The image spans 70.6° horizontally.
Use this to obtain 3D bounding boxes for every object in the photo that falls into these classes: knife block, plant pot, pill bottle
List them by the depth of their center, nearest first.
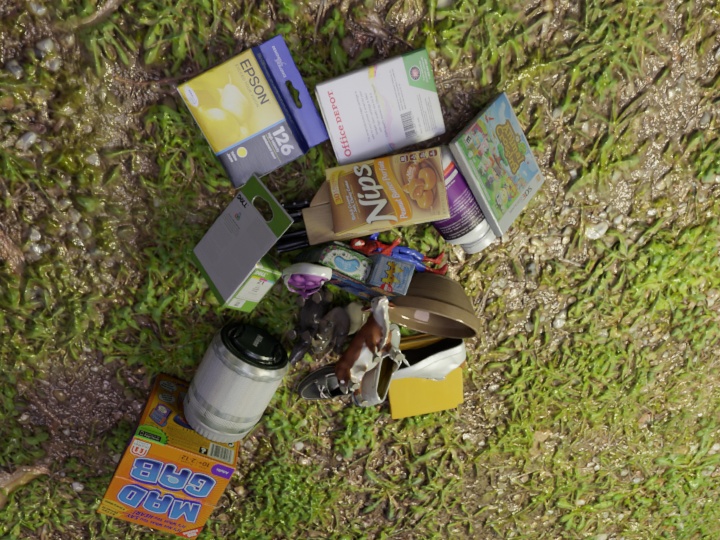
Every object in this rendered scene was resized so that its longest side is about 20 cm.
[{"bbox_3d":[-0.064,-0.073,0.950,0.199,0.064,0.176,33,96,4],"label":"knife block"},{"bbox_3d":[0.174,-0.129,0.962,0.112,0.113,0.200,-38,111,9],"label":"pill bottle"},{"bbox_3d":[0.145,0.065,1.024,0.199,0.201,0.093,20,72,-15],"label":"plant pot"}]

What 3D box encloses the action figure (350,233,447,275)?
[{"bbox_3d":[0.081,-0.053,1.003,0.198,0.066,0.100,9,128,-11],"label":"action figure"}]

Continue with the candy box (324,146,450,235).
[{"bbox_3d":[0.047,-0.131,0.869,0.198,0.055,0.117,-9,90,11],"label":"candy box"}]

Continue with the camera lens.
[{"bbox_3d":[-0.249,0.220,1.023,0.159,0.160,0.201,25,107,-16],"label":"camera lens"}]

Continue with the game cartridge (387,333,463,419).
[{"bbox_3d":[0.143,0.236,1.153,0.175,0.032,0.202,-9,115,-4],"label":"game cartridge"}]

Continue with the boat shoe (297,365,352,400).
[{"bbox_3d":[-0.045,0.245,1.115,0.198,0.057,0.067,-19,115,0],"label":"boat shoe"}]

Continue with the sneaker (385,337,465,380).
[{"bbox_3d":[0.133,0.211,1.084,0.198,0.073,0.085,-15,113,-1],"label":"sneaker"}]

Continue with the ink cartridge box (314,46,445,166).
[{"bbox_3d":[0.032,-0.286,0.895,0.198,0.084,0.146,-19,113,0],"label":"ink cartridge box"}]

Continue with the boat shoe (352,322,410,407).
[{"bbox_3d":[0.057,0.179,1.008,0.086,0.202,0.075,-14,119,37],"label":"boat shoe"}]

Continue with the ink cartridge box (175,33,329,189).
[{"bbox_3d":[-0.182,-0.275,0.896,0.199,0.047,0.199,-26,112,5],"label":"ink cartridge box"}]

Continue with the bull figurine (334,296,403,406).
[{"bbox_3d":[0.016,0.145,0.926,0.065,0.122,0.201,19,114,-24],"label":"bull figurine"}]

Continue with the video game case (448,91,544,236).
[{"bbox_3d":[0.258,-0.197,0.939,0.182,0.022,0.201,-47,115,-28],"label":"video game case"}]

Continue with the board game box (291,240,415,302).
[{"bbox_3d":[0.000,0.000,0.933,0.199,0.199,0.062,25,76,-23],"label":"board game box"}]

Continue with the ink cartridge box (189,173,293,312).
[{"bbox_3d":[-0.199,-0.047,0.924,0.200,0.148,0.076,-48,150,11],"label":"ink cartridge box"}]

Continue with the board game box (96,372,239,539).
[{"bbox_3d":[-0.378,0.377,1.048,0.199,0.200,0.201,25,107,-17],"label":"board game box"}]

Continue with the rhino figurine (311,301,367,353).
[{"bbox_3d":[-0.046,0.112,0.995,0.059,0.200,0.088,17,103,24],"label":"rhino figurine"}]

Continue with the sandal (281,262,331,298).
[{"bbox_3d":[-0.103,0.023,0.910,0.082,0.203,0.050,13,78,-10],"label":"sandal"}]

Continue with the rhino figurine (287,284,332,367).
[{"bbox_3d":[-0.107,0.117,1.044,0.059,0.087,0.201,23,110,13],"label":"rhino figurine"}]
